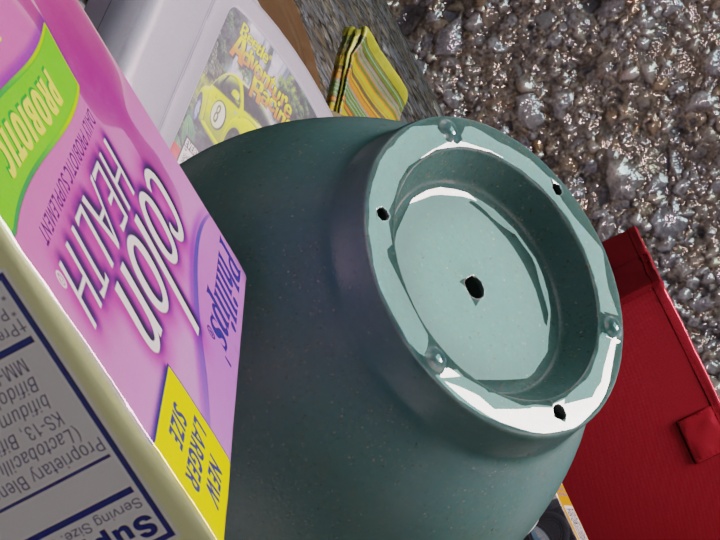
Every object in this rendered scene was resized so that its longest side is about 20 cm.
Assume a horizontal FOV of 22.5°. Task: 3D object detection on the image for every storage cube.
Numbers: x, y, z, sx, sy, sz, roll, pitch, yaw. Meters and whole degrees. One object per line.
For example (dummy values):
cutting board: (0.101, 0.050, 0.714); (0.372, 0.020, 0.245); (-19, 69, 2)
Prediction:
storage cube: (0.124, 0.104, 1.049); (0.201, 0.179, 0.171); (63, 8, -9)

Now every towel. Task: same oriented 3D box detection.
towel: (-0.005, -0.049, 1.144); (0.086, 0.018, 0.201); (46, 49, -52)

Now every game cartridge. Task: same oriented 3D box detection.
game cartridge: (-0.067, -0.055, 0.844); (0.200, 0.041, 0.134); (51, 46, -47)

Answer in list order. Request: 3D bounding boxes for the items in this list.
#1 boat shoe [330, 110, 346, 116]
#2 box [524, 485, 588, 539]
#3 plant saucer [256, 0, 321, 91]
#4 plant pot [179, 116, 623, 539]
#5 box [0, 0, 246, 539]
boat shoe: (0.000, 0.000, 0.997); (0.072, 0.072, 0.201); (109, -14, -53)
box: (0.067, 0.177, 0.893); (0.201, 0.119, 0.041); (65, 9, 16)
plant saucer: (-0.077, -0.128, 1.051); (0.200, 0.029, 0.201); (43, 37, -45)
plant pot: (0.008, 0.025, 0.655); (0.200, 0.134, 0.201); (21, 53, -32)
box: (-0.120, -0.025, 0.473); (0.201, 0.096, 0.176); (61, 9, -19)
